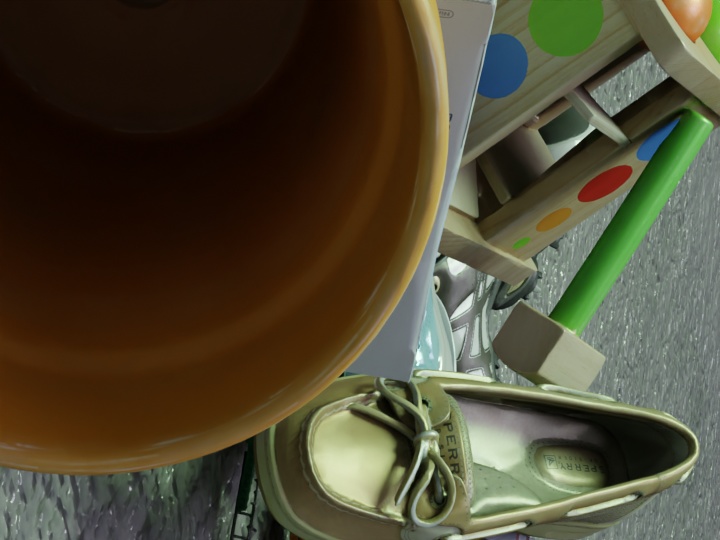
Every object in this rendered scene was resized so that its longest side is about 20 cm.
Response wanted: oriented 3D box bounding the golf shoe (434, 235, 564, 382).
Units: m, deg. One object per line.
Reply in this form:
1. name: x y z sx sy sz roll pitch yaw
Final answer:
1. golf shoe: 0.031 0.031 1.265 0.094 0.077 0.201 28 74 -38

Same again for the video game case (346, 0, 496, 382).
1. video game case: 0.020 -0.095 0.875 0.182 0.045 0.201 99 -1 -46

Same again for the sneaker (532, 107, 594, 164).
1. sneaker: 0.062 -0.118 1.194 0.200 0.070 0.100 -119 -163 -63

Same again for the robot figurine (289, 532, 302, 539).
1. robot figurine: 0.016 0.205 1.126 0.058 0.144 0.202 84 3 -79

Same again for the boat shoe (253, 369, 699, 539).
1. boat shoe: 0.047 0.073 0.959 0.200 0.063 0.074 10 64 -39

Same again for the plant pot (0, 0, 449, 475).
1. plant pot: -0.074 -0.071 0.710 0.184 0.198 0.202 -86 174 -68

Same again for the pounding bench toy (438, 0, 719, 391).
1. pounding bench toy: 0.096 -0.065 1.044 0.201 0.155 0.124 63 17 21

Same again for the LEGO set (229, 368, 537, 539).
1. LEGO set: 0.017 0.134 1.052 0.115 0.153 0.202 22 61 -32

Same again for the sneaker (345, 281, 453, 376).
1. sneaker: 0.000 0.000 1.138 0.082 0.073 0.202 51 33 -63

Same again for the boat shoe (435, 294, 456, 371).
1. boat shoe: 0.010 0.106 1.203 0.066 0.069 0.202 73 20 -85
